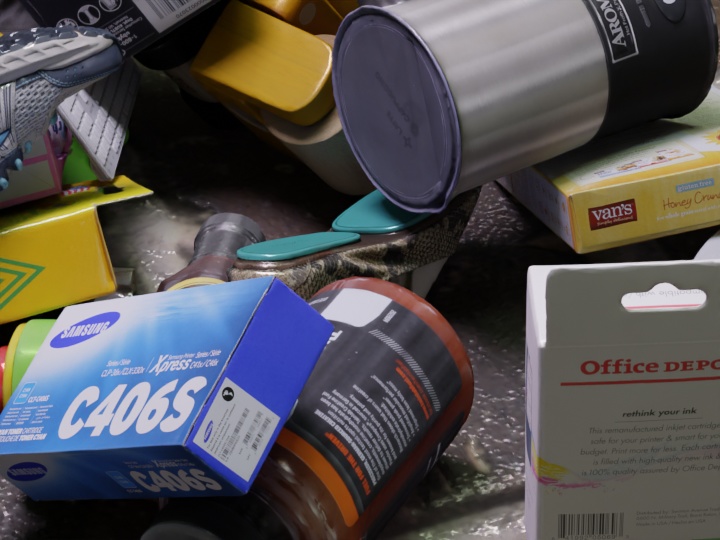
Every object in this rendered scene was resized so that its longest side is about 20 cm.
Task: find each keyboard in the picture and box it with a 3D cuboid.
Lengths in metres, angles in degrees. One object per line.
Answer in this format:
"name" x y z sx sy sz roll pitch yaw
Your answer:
"keyboard" -0.154 -0.108 1.537 0.011 0.056 0.200 -26 19 10

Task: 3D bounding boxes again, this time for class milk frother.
"milk frother" 0.065 -0.116 1.485 0.187 0.200 0.181 -20 66 -29

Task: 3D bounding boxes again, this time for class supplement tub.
"supplement tub" -0.030 0.095 1.289 0.106 0.108 0.200 16 38 23

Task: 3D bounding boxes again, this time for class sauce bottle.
"sauce bottle" -0.091 0.039 1.406 0.066 0.066 0.201 4 37 7

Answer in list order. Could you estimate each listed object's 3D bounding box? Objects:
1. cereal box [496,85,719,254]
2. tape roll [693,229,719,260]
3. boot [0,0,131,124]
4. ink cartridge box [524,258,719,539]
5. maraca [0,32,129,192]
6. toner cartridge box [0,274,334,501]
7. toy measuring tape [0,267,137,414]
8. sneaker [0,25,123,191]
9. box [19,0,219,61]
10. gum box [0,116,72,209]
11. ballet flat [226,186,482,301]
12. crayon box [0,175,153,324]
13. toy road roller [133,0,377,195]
"cereal box" 0.162 -0.063 1.503 0.143 0.040 0.200 -12 16 -7
"tape roll" 0.270 0.040 1.390 0.199 0.066 0.201 -2 36 1
"boot" -0.207 -0.174 1.653 0.069 0.132 0.200 -18 38 -23
"ink cartridge box" 0.138 0.061 1.248 0.116 0.201 0.067 -2 35 -1
"maraca" -0.240 -0.093 1.566 0.199 0.107 0.138 18 58 4
"toner cartridge box" -0.102 0.059 1.251 0.199 0.043 0.095 -9 46 54
"toy measuring tape" -0.156 0.038 1.406 0.073 0.074 0.200 4 36 8
"sneaker" -0.210 -0.064 1.364 0.199 0.087 0.078 -27 15 -16
"box" -0.146 -0.225 1.534 0.122 0.106 0.201 -29 34 14
"gum box" -0.259 -0.058 1.456 0.199 0.067 0.114 -15 9 -4
"ballet flat" 0.000 0.000 1.446 0.068 0.076 0.200 5 21 38
"crayon box" -0.210 -0.001 1.423 0.199 0.051 0.127 -16 10 -10
"toy road roller" -0.038 -0.150 1.571 0.199 0.123 0.146 30 84 33
